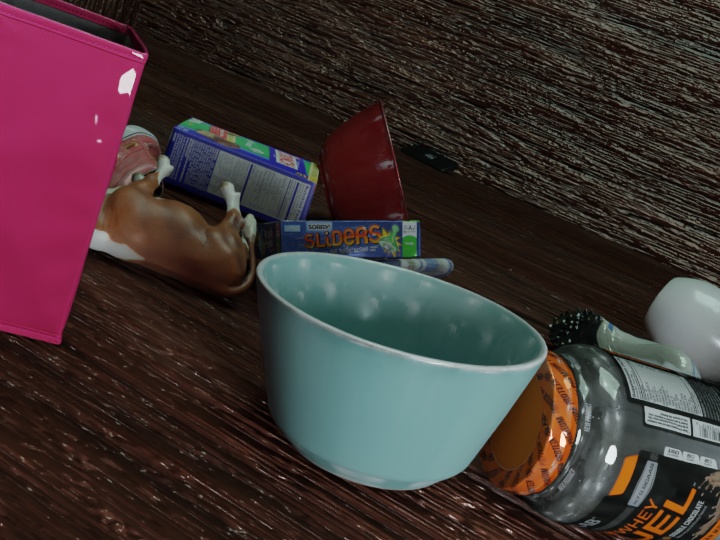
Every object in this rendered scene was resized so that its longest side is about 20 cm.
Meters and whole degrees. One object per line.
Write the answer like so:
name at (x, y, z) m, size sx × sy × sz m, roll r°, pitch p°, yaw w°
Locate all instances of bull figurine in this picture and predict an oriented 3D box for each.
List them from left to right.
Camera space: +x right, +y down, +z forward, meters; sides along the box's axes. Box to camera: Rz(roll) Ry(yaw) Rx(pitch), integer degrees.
bull figurine at (-0.181, -0.044, 0.881) m, size 0.197 × 0.065 × 0.123 m, roll 27°, pitch 44°, yaw -7°

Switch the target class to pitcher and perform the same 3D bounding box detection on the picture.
pitcher at (0.502, 0.108, 1.365) m, size 0.199 × 0.122 × 0.172 m, roll 40°, pitch -2°, yaw 27°

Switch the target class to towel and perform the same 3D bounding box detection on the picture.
towel at (0.000, 0.000, 1.006) m, size 0.144 × 0.024 × 0.199 m, roll -2°, pitch 0°, yaw 25°

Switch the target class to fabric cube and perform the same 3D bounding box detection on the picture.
fabric cube at (-0.273, -0.098, 0.678) m, size 0.196 × 0.203 × 0.196 m, roll 16°, pitch 14°, yaw -21°

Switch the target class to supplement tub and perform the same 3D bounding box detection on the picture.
supplement tub at (0.190, 0.125, 0.694) m, size 0.196 × 0.125 × 0.123 m, roll 16°, pitch 13°, yaw -20°

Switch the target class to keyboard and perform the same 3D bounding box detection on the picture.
keyboard at (0.212, -0.323, 2.893) m, size 0.103 × 0.040 × 0.199 m, roll -18°, pitch 35°, yaw -33°

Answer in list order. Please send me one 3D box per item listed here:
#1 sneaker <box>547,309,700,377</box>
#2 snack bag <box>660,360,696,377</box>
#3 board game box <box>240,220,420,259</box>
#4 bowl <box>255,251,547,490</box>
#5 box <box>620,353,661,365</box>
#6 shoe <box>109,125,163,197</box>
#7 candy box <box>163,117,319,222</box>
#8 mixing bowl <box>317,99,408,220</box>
sneaker at (0.303, 0.105, 1.143) m, size 0.198 × 0.072 × 0.073 m, roll 25°, pitch -23°, yaw 44°
snack bag at (0.340, 0.139, 0.844) m, size 0.198 × 0.022 × 0.188 m, roll 27°, pitch 13°, yaw 23°
board game box at (-0.038, -0.029, 0.957) m, size 0.132 × 0.035 × 0.199 m, roll -1°, pitch 1°, yaw -19°
bowl at (0.016, 0.070, 0.650) m, size 0.196 × 0.107 × 0.201 m, roll 14°, pitch 15°, yaw -4°
box at (0.313, 0.151, 0.941) m, size 0.115 × 0.061 × 0.199 m, roll 12°, pitch 15°, yaw -37°
shoe at (-0.247, -0.103, 1.065) m, size 0.090 × 0.073 × 0.200 m, roll 24°, pitch 18°, yaw 9°
candy box at (-0.156, -0.131, 1.306) m, size 0.196 × 0.078 × 0.169 m, roll 21°, pitch 12°, yaw -7°
mixing bowl at (0.002, -0.127, 1.374) m, size 0.106 × 0.204 × 0.200 m, roll -14°, pitch 13°, yaw 2°
